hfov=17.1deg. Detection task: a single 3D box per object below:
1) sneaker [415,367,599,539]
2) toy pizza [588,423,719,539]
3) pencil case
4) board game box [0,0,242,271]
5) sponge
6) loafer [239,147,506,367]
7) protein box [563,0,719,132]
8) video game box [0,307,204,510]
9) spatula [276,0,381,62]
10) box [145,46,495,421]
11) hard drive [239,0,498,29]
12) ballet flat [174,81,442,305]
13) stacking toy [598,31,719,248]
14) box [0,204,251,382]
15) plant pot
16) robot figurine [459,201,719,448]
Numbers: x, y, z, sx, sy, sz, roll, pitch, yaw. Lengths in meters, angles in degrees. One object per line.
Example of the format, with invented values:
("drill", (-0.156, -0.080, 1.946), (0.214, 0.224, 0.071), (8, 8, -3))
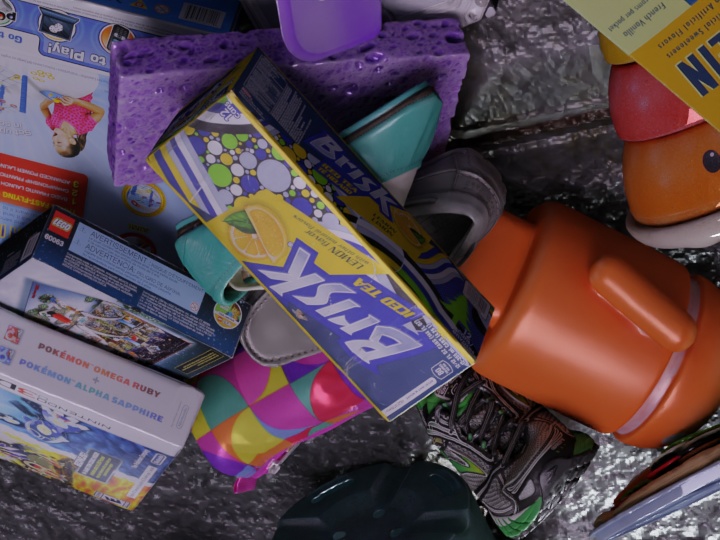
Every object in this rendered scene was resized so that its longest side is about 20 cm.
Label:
("sneaker", (0.079, 0.104, 1.472), (0.085, 0.200, 0.078), (43, 83, -18))
("toy pizza", (0.225, 0.111, 1.464), (0.200, 0.200, 0.032), (-33, 78, 31))
("pencil case", (-0.023, 0.062, 1.518), (0.200, 0.089, 0.088), (-34, 116, 32))
("board game box", (-0.182, -0.100, 1.436), (0.199, 0.056, 0.196), (14, 130, 0))
("sponge", (-0.044, -0.094, 1.357), (0.199, 0.030, 0.112), (-5, 149, -12))
("loafer", (0.000, 0.000, 1.403), (0.070, 0.070, 0.200), (44, 120, -14))
("protein box", (0.221, -0.171, 1.204), (0.200, 0.199, 0.135), (37, 127, -19))
("video game box", (-0.207, 0.085, 1.538), (0.181, 0.047, 0.200), (25, 159, -6))
("spatula", (0.049, -0.160, 1.311), (0.199, 0.021, 0.057), (-14, 116, -11))
("box", (-0.019, -0.019, 1.296), (0.070, 0.064, 0.200), (-35, 104, 28))
("hard drive", (-0.023, -0.208, 1.329), (0.139, 0.038, 0.200), (-15, 125, 22))
("ballet flat", (-0.019, -0.035, 1.360), (0.200, 0.067, 0.071), (-29, 87, 31))
("stacking toy", (0.175, -0.125, 1.316), (0.146, 0.146, 0.201), (-23, 105, 27))
("box", (-0.169, 0.028, 1.484), (0.136, 0.038, 0.200), (27, 157, -19))
("plant pot", (0.034, 0.247, 1.598), (0.199, 0.200, 0.197), (-11, 117, 19))
("robot figurine", (0.143, 0.034, 1.439), (0.199, 0.117, 0.144), (26, 127, -10))
